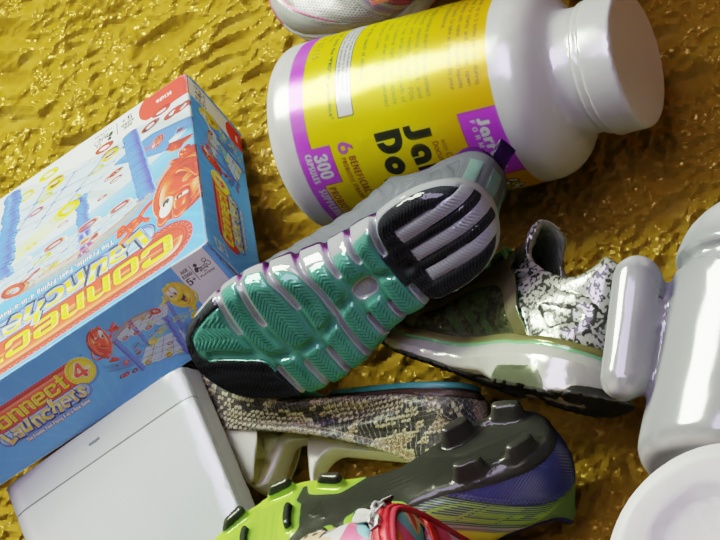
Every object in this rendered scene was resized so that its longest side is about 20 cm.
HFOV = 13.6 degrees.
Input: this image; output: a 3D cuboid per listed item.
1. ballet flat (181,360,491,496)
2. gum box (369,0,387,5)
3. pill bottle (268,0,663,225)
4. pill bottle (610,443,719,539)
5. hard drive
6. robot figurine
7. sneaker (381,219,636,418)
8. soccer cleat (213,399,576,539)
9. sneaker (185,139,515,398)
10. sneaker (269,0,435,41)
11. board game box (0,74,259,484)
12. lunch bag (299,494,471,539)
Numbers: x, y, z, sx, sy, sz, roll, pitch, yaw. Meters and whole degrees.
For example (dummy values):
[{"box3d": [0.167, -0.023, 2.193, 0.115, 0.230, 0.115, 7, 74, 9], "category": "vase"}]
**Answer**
[{"box3d": [-0.022, 0.089, 1.616, 0.199, 0.068, 0.076, 6, 84, 32], "category": "ballet flat"}, {"box3d": [0.042, -0.245, 1.642, 0.113, 0.066, 0.201, -14, 55, 14], "category": "gum box"}, {"box3d": [0.057, -0.092, 1.624, 0.199, 0.104, 0.105, -13, 58, 26], "category": "pill bottle"}, {"box3d": [0.193, 0.159, 1.348, 0.104, 0.200, 0.105, -14, 58, 25], "category": "pill bottle"}, {"box3d": [-0.104, 0.171, 1.603, 0.132, 0.027, 0.201, -34, 65, 22], "category": "hard drive"}, {"box3d": [0.199, 0.045, 1.463, 0.169, 0.113, 0.201, 17, 69, -5], "category": "robot figurine"}, {"box3d": [0.081, 0.018, 1.555, 0.200, 0.077, 0.089, 14, 84, 52], "category": "sneaker"}, {"box3d": [0.017, 0.135, 1.537, 0.199, 0.084, 0.065, -21, 35, 7], "category": "soccer cleat"}, {"box3d": [0.000, 0.000, 1.576, 0.199, 0.075, 0.088, -27, 17, 30], "category": "sneaker"}, {"box3d": [0.028, -0.201, 1.722, 0.199, 0.088, 0.082, -26, 54, 17], "category": "sneaker"}, {"box3d": [-0.155, 0.005, 1.701, 0.199, 0.056, 0.196, -33, 29, 12], "category": "board game box"}, {"box3d": [0.026, 0.215, 1.438, 0.082, 0.176, 0.201, -23, 56, 24], "category": "lunch bag"}]
